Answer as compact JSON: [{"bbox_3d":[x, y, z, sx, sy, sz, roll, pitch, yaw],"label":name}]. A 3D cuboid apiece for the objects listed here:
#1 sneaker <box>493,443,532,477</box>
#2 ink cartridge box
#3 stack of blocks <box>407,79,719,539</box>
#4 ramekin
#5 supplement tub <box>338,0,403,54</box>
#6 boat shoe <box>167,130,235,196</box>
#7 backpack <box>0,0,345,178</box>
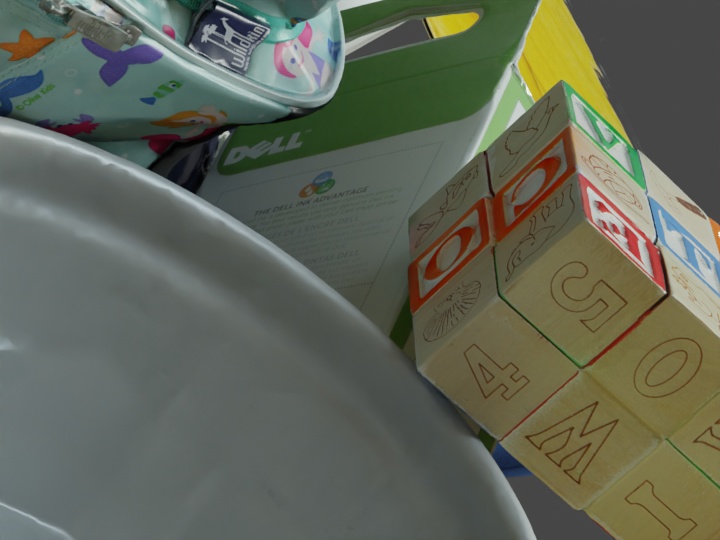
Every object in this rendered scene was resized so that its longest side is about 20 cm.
[{"bbox_3d":[-0.010,0.058,0.913,0.200,0.077,0.111,17,39,-20],"label":"sneaker"},{"bbox_3d":[0.000,0.000,0.820,0.059,0.104,0.200,56,39,-29],"label":"ink cartridge box"},{"bbox_3d":[0.103,0.043,0.749,0.200,0.059,0.115,41,18,-19],"label":"stack of blocks"},{"bbox_3d":[-0.067,0.065,0.638,0.200,0.105,0.200,30,24,-15],"label":"ramekin"},{"bbox_3d":[-0.069,-0.167,1.165,0.200,0.132,0.132,60,14,-4],"label":"supplement tub"},{"bbox_3d":[-0.063,-0.058,0.889,0.200,0.075,0.093,-75,-179,-52],"label":"boat shoe"},{"bbox_3d":[-0.090,-0.123,0.701,0.200,0.151,0.178,17,54,-42],"label":"backpack"}]
